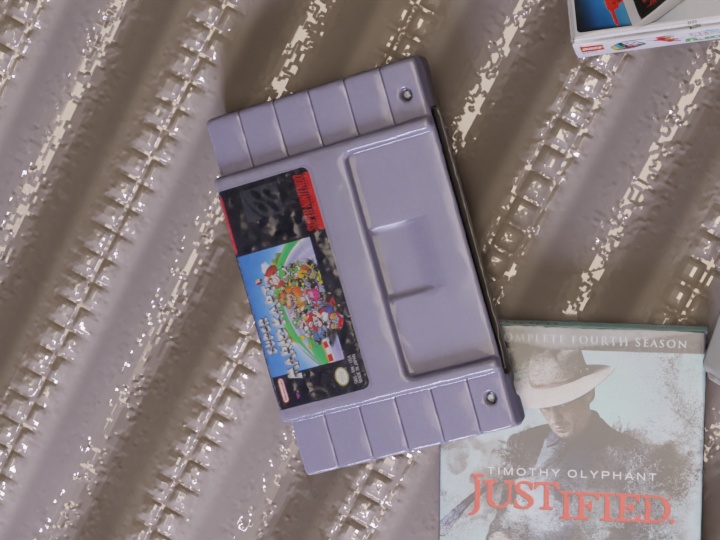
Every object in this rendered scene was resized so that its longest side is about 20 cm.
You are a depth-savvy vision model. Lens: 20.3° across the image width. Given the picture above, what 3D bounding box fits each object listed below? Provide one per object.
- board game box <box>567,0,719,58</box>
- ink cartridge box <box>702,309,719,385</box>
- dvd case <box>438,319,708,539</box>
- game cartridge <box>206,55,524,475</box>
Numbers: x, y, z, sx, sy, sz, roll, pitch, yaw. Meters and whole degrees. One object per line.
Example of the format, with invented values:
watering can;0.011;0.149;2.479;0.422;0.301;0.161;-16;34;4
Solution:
board game box;0.158;-0.213;0.997;0.125;0.035;0.201;-6;82;12
ink cartridge box;0.263;-0.014;0.973;0.083;0.147;0.201;11;103;-29
dvd case;0.113;0.127;1.089;0.145;0.022;0.201;2;97;9
game cartridge;0.000;0.000;1.071;0.129;0.038;0.201;-15;92;15
